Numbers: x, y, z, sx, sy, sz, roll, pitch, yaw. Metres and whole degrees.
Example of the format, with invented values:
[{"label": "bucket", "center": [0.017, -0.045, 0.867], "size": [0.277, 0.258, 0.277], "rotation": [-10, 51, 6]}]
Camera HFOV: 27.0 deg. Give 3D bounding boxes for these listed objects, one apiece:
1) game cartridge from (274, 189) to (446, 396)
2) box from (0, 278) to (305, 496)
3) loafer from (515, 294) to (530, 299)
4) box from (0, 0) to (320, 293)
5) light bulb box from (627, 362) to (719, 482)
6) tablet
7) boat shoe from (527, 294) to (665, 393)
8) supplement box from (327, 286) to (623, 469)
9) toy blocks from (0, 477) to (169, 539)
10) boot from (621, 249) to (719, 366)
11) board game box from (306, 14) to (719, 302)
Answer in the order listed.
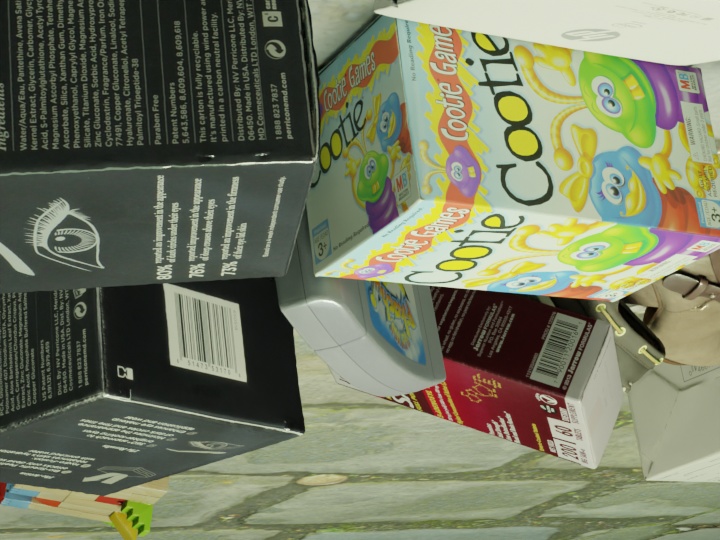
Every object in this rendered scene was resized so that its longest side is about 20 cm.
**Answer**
[{"label": "game cartridge", "center": [0.000, 0.000, 0.857], "size": [0.040, 0.135, 0.200], "rotation": [-13, 160, 18]}, {"label": "box", "center": [-0.177, 0.068, 1.011], "size": [0.199, 0.119, 0.196], "rotation": [-20, 157, 31]}, {"label": "loafer", "center": [0.086, 0.050, 1.119], "size": [0.198, 0.071, 0.068], "rotation": [-4, 161, -9]}, {"label": "box", "center": [-0.126, -0.063, 0.682], "size": [0.198, 0.105, 0.148], "rotation": [-2, 160, -10]}, {"label": "light bulb box", "center": [0.362, 0.097, 1.259], "size": [0.198, 0.126, 0.198], "rotation": [7, 156, -35]}, {"label": "tablet", "center": [0.119, -0.118, 0.687], "size": [0.198, 0.014, 0.130], "rotation": [4, 175, -32]}, {"label": "boat shoe", "center": [0.146, 0.012, 1.006], "size": [0.060, 0.072, 0.201], "rotation": [-33, 132, 6]}, {"label": "supplement box", "center": [0.068, 0.056, 0.993], "size": [0.198, 0.061, 0.109], "rotation": [17, 155, 24]}, {"label": "toy blocks", "center": [-0.257, 0.183, 1.368], "size": [0.135, 0.101, 0.200], "rotation": [13, 155, -19]}, {"label": "boot", "center": [0.260, 0.018, 1.060], "size": [0.199, 0.071, 0.145], "rotation": [25, 157, -39]}, {"label": "board game box", "center": [0.079, -0.053, 0.778], "size": [0.198, 0.104, 0.105], "rotation": [5, 157, -31]}]
